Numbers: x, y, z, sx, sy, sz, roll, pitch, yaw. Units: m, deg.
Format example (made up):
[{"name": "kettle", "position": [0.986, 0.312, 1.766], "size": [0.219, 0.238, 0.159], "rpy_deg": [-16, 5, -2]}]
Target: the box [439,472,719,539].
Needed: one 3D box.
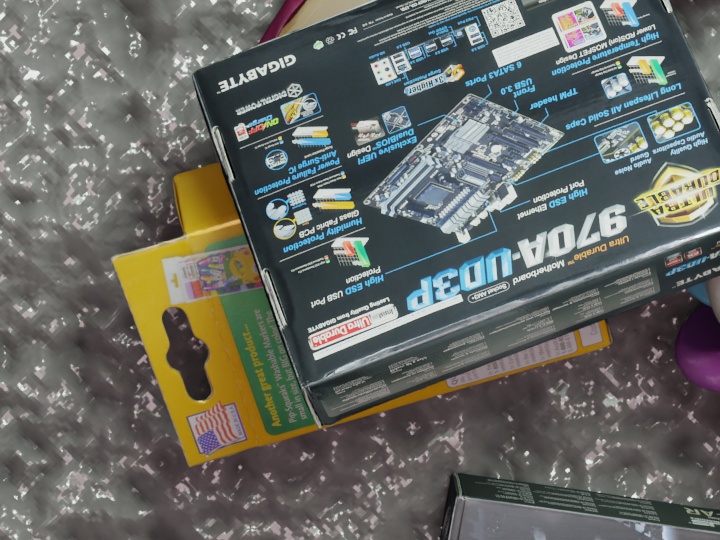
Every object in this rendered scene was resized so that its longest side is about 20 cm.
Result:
[{"name": "box", "position": [0.128, 0.188, 1.303], "size": [0.200, 0.044, 0.160], "rpy_deg": [9, 101, -3]}]

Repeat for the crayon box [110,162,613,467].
[{"name": "crayon box", "position": [0.000, 0.000, 1.236], "size": [0.200, 0.052, 0.126], "rpy_deg": [-17, 126, 0]}]

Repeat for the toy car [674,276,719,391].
[{"name": "toy car", "position": [0.211, 0.022, 1.233], "size": [0.150, 0.175, 0.200], "rpy_deg": [-27, 104, 40]}]

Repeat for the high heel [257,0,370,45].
[{"name": "high heel", "position": [-0.012, -0.095, 1.217], "size": [0.067, 0.096, 0.200], "rpy_deg": [17, 100, -5]}]

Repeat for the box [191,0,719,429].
[{"name": "box", "position": [0.047, -0.045, 1.147], "size": [0.200, 0.046, 0.159], "rpy_deg": [-21, 63, 1]}]
